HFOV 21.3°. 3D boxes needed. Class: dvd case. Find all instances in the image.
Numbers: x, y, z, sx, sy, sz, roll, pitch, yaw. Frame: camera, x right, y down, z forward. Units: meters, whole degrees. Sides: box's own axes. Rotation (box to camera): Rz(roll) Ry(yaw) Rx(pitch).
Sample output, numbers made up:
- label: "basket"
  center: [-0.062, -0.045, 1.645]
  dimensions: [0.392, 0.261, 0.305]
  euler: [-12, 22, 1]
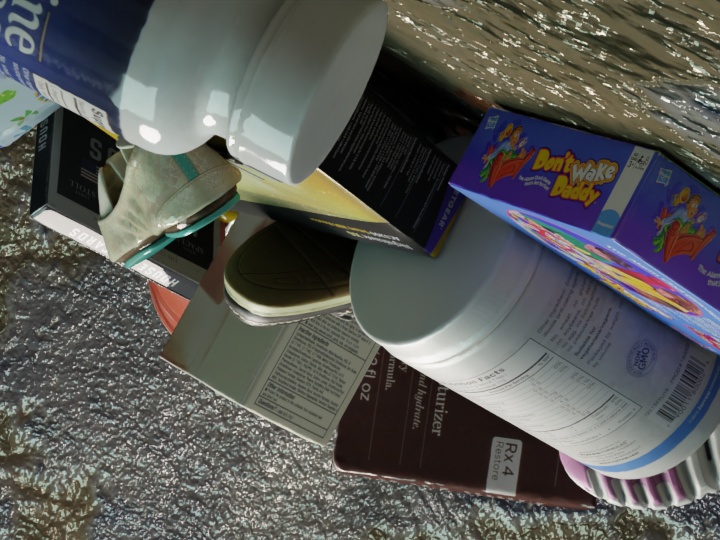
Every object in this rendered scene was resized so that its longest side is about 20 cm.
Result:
- label: "dvd case"
  center: [-0.160, -0.089, 1.337]
  dimensions: [0.150, 0.200, 0.025]
  euler: [29, 133, -35]

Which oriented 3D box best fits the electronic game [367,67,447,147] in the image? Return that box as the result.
- label: "electronic game"
  center: [-0.040, -0.105, 1.093]
  dimensions: [0.200, 0.042, 0.200]
  euler: [25, 170, 5]

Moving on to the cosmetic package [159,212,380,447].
- label: "cosmetic package"
  center: [-0.029, -0.001, 1.236]
  dimensions: [0.087, 0.200, 0.103]
  euler: [27, 175, 39]

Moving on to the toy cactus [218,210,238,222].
- label: "toy cactus"
  center: [-0.117, -0.109, 1.255]
  dimensions: [0.200, 0.102, 0.165]
  euler: [51, 160, 6]

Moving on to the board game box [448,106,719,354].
- label: "board game box"
  center: [0.157, -0.005, 0.934]
  dimensions: [0.200, 0.045, 0.134]
  euler: [31, 177, -34]

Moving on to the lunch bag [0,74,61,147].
- label: "lunch bag"
  center: [-0.259, -0.171, 1.188]
  dimensions: [0.161, 0.082, 0.200]
  euler: [58, -175, 14]

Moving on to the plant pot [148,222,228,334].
- label: "plant pot"
  center: [-0.103, -0.036, 1.589]
  dimensions: [0.200, 0.201, 0.195]
  euler: [28, 169, 15]

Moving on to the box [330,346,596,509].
- label: "box"
  center: [0.093, 0.091, 1.486]
  dimensions: [0.199, 0.166, 0.164]
  euler: [8, 174, 7]

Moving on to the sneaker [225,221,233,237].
- label: "sneaker"
  center: [-0.066, -0.043, 1.392]
  dimensions: [0.201, 0.080, 0.070]
  euler: [63, 154, 20]

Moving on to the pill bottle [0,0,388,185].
- label: "pill bottle"
  center: [-0.095, -0.115, 0.766]
  dimensions: [0.200, 0.111, 0.111]
  euler: [28, 177, 9]

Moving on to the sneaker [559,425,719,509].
- label: "sneaker"
  center: [0.236, 0.110, 1.304]
  dimensions: [0.200, 0.081, 0.088]
  euler: [-9, -173, 13]

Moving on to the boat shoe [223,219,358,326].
- label: "boat shoe"
  center: [0.000, 0.000, 1.123]
  dimensions: [0.200, 0.065, 0.073]
  euler: [-19, -128, -38]

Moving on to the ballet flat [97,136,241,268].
- label: "ballet flat"
  center: [-0.107, -0.046, 1.010]
  dimensions: [0.062, 0.067, 0.200]
  euler: [55, 162, -5]

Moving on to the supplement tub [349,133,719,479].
- label: "supplement tub"
  center: [0.107, 0.024, 1.067]
  dimensions: [0.200, 0.132, 0.132]
  euler: [31, 176, -34]

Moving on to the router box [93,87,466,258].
- label: "router box"
  center: [-0.062, -0.078, 1.017]
  dimensions: [0.200, 0.052, 0.157]
  euler: [14, 164, 47]
